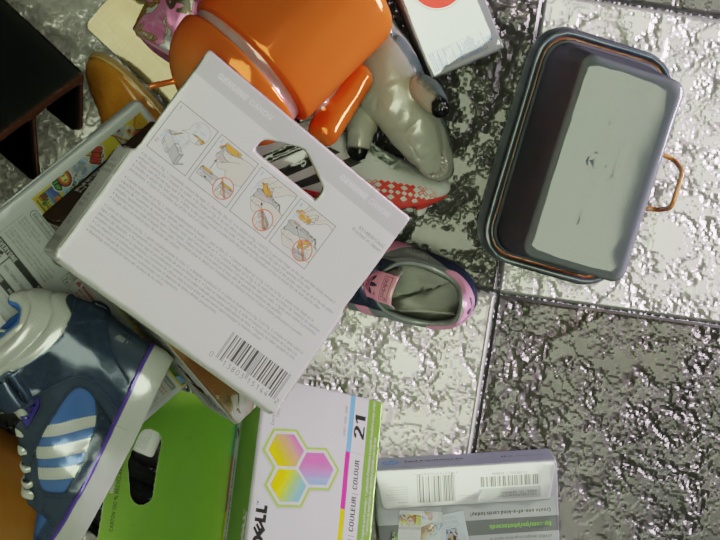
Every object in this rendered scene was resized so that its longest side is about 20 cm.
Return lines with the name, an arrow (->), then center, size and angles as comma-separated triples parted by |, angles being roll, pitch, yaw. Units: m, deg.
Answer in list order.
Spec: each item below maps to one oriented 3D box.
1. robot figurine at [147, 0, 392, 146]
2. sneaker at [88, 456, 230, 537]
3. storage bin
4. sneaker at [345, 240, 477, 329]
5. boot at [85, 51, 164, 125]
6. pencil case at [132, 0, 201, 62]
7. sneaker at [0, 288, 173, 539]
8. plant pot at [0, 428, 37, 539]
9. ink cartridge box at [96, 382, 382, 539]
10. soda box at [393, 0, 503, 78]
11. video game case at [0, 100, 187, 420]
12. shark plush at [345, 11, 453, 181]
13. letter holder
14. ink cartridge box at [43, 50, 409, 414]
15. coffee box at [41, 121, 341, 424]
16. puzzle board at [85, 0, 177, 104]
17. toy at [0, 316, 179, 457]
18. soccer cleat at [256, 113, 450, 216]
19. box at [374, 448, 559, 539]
robot figurine -> -0.056, -0.171, 1.048 | 0.200, 0.144, 0.117 | -45, 60, -9
sneaker -> -0.168, 0.205, 1.184 | 0.199, 0.076, 0.080 | 20, 61, 0
storage bin -> 0.188, -0.080, 1.134 | 0.145, 0.134, 0.201 | 16, 98, -4
sneaker -> 0.000, 0.000, 1.165 | 0.198, 0.082, 0.071 | 11, 98, -3
boot -> -0.198, -0.054, 1.137 | 0.144, 0.071, 0.202 | -39, 106, -19
pencil case -> -0.098, -0.243, 1.111 | 0.086, 0.083, 0.201 | 31, 95, 4
sneaker -> -0.240, 0.108, 1.062 | 0.146, 0.081, 0.201 | 28, 108, -6
plant pot -> -0.351, 0.182, 1.137 | 0.182, 0.200, 0.201 | 18, 98, -21
ink cartridge box -> -0.093, 0.161, 1.135 | 0.199, 0.076, 0.149 | 15, 62, -19
soda box -> 0.044, -0.255, 1.135 | 0.063, 0.068, 0.201 | -22, 99, 1
video game case -> -0.183, 0.004, 1.110 | 0.182, 0.023, 0.200 | -41, 111, -13
shark plush -> 0.015, -0.163, 1.143 | 0.091, 0.083, 0.201 | -38, 70, 25
letter holder -> -0.316, -0.147, 1.112 | 0.200, 0.142, 0.101 | 42, 64, 13
ink cartridge box -> -0.091, -0.025, 1.019 | 0.200, 0.045, 0.177 | 39, 83, -24
coffee box -> -0.124, 0.000, 1.078 | 0.114, 0.080, 0.200 | -43, 111, -14
puzzle board -> -0.099, -0.185, 1.168 | 0.200, 0.017, 0.151 | 42, 94, -8
toy -> -0.239, 0.060, 1.181 | 0.199, 0.047, 0.116 | 25, 83, -12
soccer cleat -> -0.021, -0.093, 1.147 | 0.198, 0.069, 0.086 | 7, 109, -10
box -> 0.091, 0.257, 1.228 | 0.155, 0.041, 0.202 | -4, 98, -1
